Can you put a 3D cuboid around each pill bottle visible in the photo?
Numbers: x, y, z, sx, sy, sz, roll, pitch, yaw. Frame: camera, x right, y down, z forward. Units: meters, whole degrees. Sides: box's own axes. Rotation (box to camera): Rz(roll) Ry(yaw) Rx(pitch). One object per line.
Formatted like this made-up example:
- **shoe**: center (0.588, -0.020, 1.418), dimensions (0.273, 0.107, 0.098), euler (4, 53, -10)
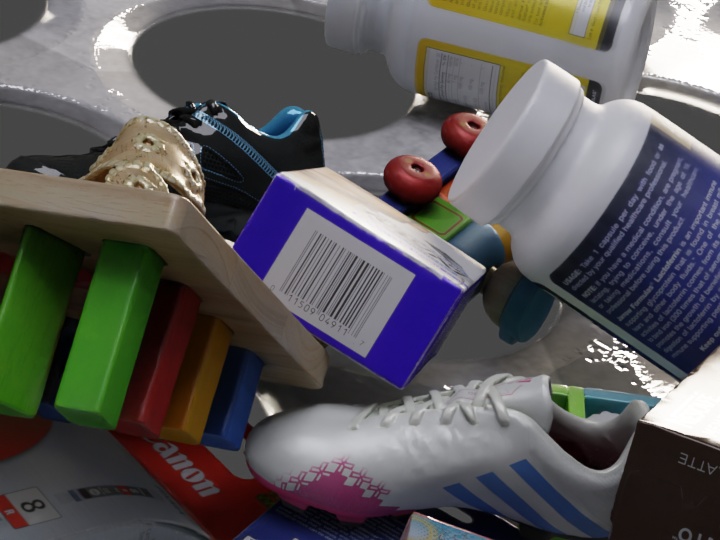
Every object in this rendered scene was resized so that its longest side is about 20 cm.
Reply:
- **pill bottle**: center (0.154, -0.021, 1.553), dimensions (0.200, 0.116, 0.116), euler (34, 29, -9)
- **pill bottle**: center (0.084, -0.159, 1.837), dimensions (0.200, 0.112, 0.112), euler (16, 31, 10)

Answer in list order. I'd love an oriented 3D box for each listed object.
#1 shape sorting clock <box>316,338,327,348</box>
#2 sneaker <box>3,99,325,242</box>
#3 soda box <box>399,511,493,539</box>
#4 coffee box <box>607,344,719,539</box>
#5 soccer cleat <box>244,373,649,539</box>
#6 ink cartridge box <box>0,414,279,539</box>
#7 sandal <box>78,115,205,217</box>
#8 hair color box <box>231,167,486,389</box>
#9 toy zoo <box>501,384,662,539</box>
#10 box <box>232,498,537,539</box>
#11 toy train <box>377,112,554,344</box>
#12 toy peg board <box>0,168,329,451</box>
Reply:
- **shape sorting clock**: center (-0.110, 0.013, 1.528), dimensions (0.200, 0.039, 0.200), euler (6, 13, -1)
- **sneaker**: center (-0.110, -0.058, 1.582), dimensions (0.200, 0.082, 0.073), euler (1, 10, -34)
- **soda box**: center (0.101, 0.182, 1.274), dimensions (0.200, 0.068, 0.064), euler (21, 30, -3)
- **coffee box**: center (0.201, 0.101, 1.377), dimensions (0.114, 0.080, 0.200), euler (19, 18, 17)
- **soccer cleat**: center (0.046, 0.079, 1.373), dimensions (0.200, 0.086, 0.070), euler (9, 34, -12)
- **ink cartridge box**: center (-0.131, 0.089, 1.419), dimensions (0.200, 0.050, 0.162), euler (-16, 39, -32)
- **sandal**: center (-0.112, -0.042, 1.423), dimensions (0.077, 0.070, 0.212), euler (8, 0, 3)
- **hair color box**: center (0.000, 0.000, 1.456), dimensions (0.109, 0.065, 0.200), euler (32, 4, 3)
- **toy zoo**: center (0.169, 0.111, 1.492), dimensions (0.200, 0.020, 0.131), euler (8, 30, -2)
- **box**: center (-0.007, 0.157, 1.343), dimensions (0.121, 0.032, 0.200), euler (29, 36, 18)
- **toy train**: center (0.088, -0.032, 1.663), dimensions (0.116, 0.085, 0.200), euler (31, 35, 16)
- **toy peg board**: center (-0.147, 0.035, 1.314), dimensions (0.200, 0.199, 0.098), euler (9, 71, 23)
